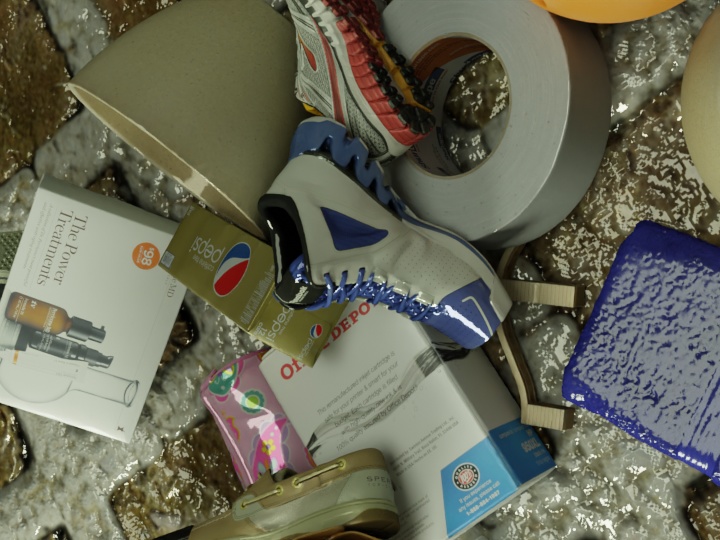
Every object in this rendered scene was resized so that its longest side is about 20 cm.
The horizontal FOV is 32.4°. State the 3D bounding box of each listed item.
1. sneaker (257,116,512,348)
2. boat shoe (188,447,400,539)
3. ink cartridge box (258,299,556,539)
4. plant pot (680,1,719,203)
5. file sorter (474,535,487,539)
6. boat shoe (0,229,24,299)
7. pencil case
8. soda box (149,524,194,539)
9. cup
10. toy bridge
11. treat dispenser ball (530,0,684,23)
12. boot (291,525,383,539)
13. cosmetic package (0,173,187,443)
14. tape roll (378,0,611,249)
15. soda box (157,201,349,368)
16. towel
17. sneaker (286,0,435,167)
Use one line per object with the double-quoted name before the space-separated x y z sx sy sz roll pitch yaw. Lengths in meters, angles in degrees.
"sneaker" -0.001 -0.001 0.872 0.199 0.115 0.080 43 150 -5
"boat shoe" -0.054 0.185 0.947 0.198 0.074 0.067 -19 59 30
"ink cartridge box" 0.034 0.111 0.967 0.144 0.084 0.201 -39 74 26
"plant pot" 0.289 -0.112 0.783 0.198 0.134 0.204 1 92 30
"file sorter" 0.098 0.332 0.920 0.200 0.124 0.140 43 112 20
"boat shoe" -0.308 0.004 1.162 0.197 0.063 0.075 2 52 8
"pencil case" -0.063 0.167 1.026 0.087 0.087 0.202 -31 77 27
"soda box" -0.179 0.272 1.031 0.070 0.199 0.064 14 99 28
"cup" -0.112 -0.141 0.996 0.199 0.200 0.144 35 83 23
"toy bridge" 0.135 0.016 0.938 0.066 0.027 0.203 5 94 30
"treat dispenser ball" 0.162 -0.263 0.800 0.198 0.200 0.204 2 93 29
"boot" -0.066 0.229 0.896 0.198 0.145 0.072 -1 56 -9
"cosmetic package" -0.241 0.036 1.097 0.149 0.052 0.202 18 105 -15
"tape roll" 0.084 -0.118 0.921 0.198 0.066 0.204 -1 88 37
"soda box" -0.088 0.007 0.983 0.065 0.067 0.199 -59 32 -1
"towel" 0.253 0.067 0.864 0.198 0.049 0.149 27 96 26
"sneaker" -0.026 -0.161 0.920 0.082 0.077 0.202 -40 64 31
